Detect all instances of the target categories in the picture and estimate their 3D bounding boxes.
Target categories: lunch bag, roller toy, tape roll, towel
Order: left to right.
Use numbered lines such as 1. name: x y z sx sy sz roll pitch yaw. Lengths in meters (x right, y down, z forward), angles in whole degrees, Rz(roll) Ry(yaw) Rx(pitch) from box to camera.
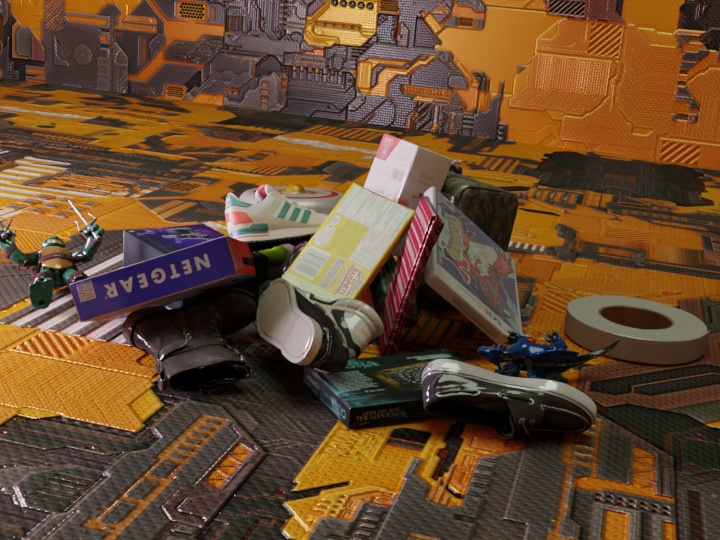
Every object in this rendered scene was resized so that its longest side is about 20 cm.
1. roller toy: -0.106 -0.068 1.642 0.181 0.141 0.200 0 12 -15
2. towel: 0.062 0.009 1.348 0.022 0.201 0.145 17 13 -7
3. lunch bag: 0.131 -0.057 1.585 0.139 0.202 0.167 3 14 -39
4. tape roll: 0.395 0.083 1.482 0.201 0.037 0.203 5 16 -2

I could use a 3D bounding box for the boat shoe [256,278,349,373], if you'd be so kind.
1. boat shoe: -0.070 0.067 1.234 0.060 0.074 0.200 26 3 -28

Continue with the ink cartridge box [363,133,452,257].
1. ink cartridge box: 0.050 -0.090 1.530 0.067 0.201 0.116 17 8 -29

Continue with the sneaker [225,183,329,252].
1. sneaker: -0.107 -0.084 1.495 0.199 0.094 0.070 -8 -10 -32

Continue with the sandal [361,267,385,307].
1. sandal: 0.005 0.004 1.430 0.079 0.059 0.208 31 34 -42

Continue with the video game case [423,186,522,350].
1. video game case: 0.154 -0.001 1.407 0.182 0.023 0.201 40 30 -25

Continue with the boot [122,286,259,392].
1. boot: -0.178 0.091 1.244 0.199 0.070 0.174 -14 27 -32

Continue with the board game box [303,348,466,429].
1. board game box: 0.049 0.135 1.207 0.199 0.028 0.135 -3 18 -25

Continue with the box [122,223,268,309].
1. box: -0.247 -0.005 1.521 0.140 0.080 0.199 -10 22 -36

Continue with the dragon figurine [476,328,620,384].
1. dragon figurine: 0.233 0.115 1.276 0.198 0.059 0.100 6 16 -8

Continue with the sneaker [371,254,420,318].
1. sneaker: 0.019 0.019 1.532 0.080 0.075 0.200 -5 16 -18

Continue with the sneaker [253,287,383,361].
1. sneaker: -0.070 0.073 1.310 0.199 0.074 0.080 4 43 39

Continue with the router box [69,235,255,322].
1. router box: -0.241 0.012 1.298 0.199 0.049 0.179 -17 -2 0

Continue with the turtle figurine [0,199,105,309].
1. turtle figurine: -0.432 -0.018 1.464 0.149 0.101 0.200 -16 37 -16

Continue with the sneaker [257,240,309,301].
1. sneaker: -0.084 0.005 1.454 0.077 0.084 0.200 -31 -3 36

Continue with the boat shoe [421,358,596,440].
1. boat shoe: 0.161 0.153 1.124 0.199 0.070 0.067 17 47 -5

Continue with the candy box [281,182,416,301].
1. candy box: -0.015 -0.029 1.390 0.102 0.026 0.200 27 57 13
